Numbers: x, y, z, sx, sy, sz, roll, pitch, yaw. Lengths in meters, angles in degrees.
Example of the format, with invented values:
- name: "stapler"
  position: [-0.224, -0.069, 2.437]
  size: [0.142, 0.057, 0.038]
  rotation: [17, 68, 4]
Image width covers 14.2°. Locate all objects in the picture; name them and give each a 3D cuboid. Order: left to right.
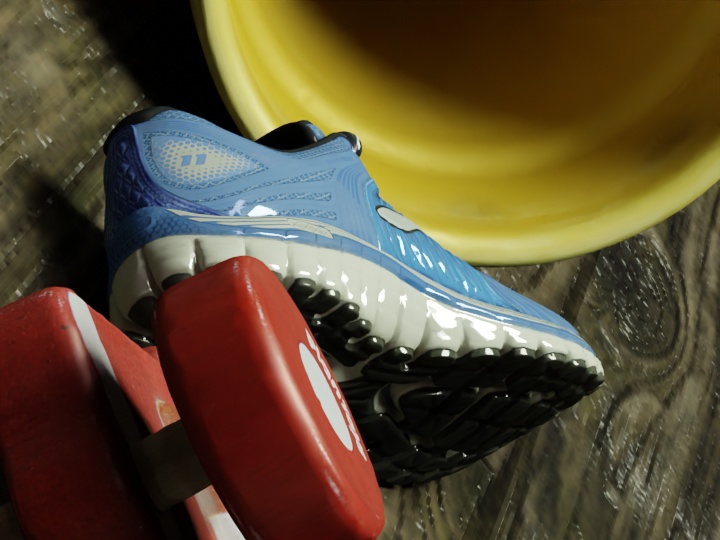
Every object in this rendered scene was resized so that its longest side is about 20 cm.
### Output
- name: "toy fire truck"
  position: [-0.027, 0.098, 0.637]
  size: [0.201, 0.112, 0.168]
  rotation: [64, 6, 17]
- name: "sneaker"
  position: [0.000, 0.000, 0.837]
  size: [0.200, 0.078, 0.089]
  rotation: [26, 39, -49]
- name: "plant pot"
  position: [0.035, -0.127, 0.952]
  size: [0.201, 0.201, 0.189]
  rotation: [46, 9, -21]
